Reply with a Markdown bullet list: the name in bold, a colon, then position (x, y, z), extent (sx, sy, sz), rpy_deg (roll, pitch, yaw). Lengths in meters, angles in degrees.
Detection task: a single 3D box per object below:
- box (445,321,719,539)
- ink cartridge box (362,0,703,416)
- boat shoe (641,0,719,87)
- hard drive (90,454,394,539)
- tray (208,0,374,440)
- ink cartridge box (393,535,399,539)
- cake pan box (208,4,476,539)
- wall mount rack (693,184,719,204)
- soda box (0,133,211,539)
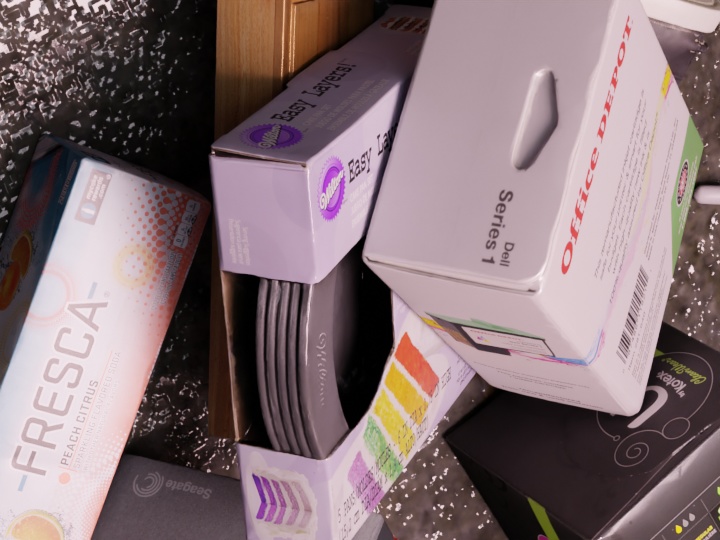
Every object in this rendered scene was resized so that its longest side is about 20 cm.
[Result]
- **box**: position (0.165, 0.142, 0.975), extent (0.124, 0.148, 0.201), rpy_deg (-39, 118, -11)
- **ink cartridge box**: position (0.085, -0.034, 0.850), extent (0.200, 0.083, 0.146), rpy_deg (43, 60, -63)
- **boat shoe**: position (0.078, -0.131, 0.903), extent (0.198, 0.074, 0.061), rpy_deg (11, 117, -24)
- **hard drive**: position (-0.083, 0.184, 0.824), extent (0.201, 0.138, 0.033), rpy_deg (-66, 151, -28)
- **tray**: position (-0.030, -0.032, 0.860), extent (0.099, 0.037, 0.202), rpy_deg (-28, 122, -64)
- **ink cartridge box**: position (-0.032, 0.203, 0.879), extent (0.200, 0.162, 0.050), rpy_deg (-40, 122, -13)
- **cake pan box**: position (0.000, 0.000, 0.834), extent (0.200, 0.052, 0.186), rpy_deg (-44, 135, -56)
- **wall mount rack**: position (0.269, 0.013, 1.044), extent (0.172, 0.074, 0.202), rpy_deg (-8, 106, -29)
- **soda box**: position (-0.138, 0.047, 0.839), extent (0.068, 0.063, 0.202), rpy_deg (19, 94, -30)
